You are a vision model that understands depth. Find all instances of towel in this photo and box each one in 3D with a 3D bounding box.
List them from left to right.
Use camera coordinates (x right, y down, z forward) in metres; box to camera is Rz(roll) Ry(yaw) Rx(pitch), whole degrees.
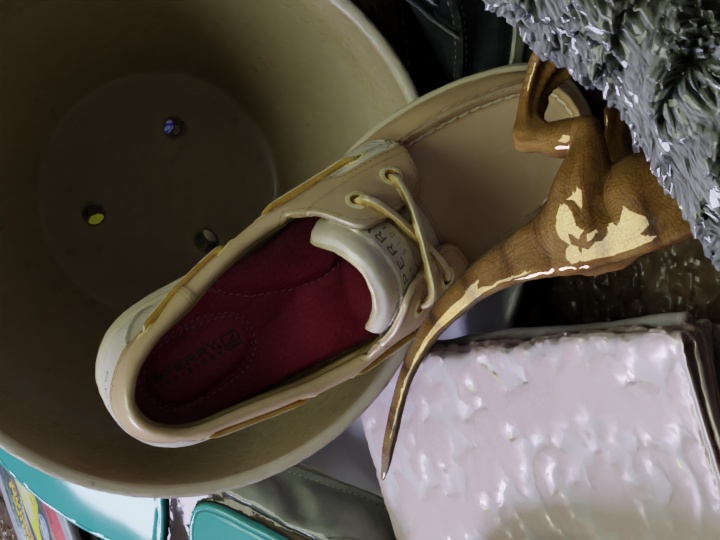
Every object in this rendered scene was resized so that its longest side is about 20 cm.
[{"bbox_3d":[0.083,0.111,0.785,0.199,0.032,0.193,-7,103,56],"label":"towel"}]

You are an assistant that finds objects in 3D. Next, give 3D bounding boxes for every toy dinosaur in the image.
[{"bbox_3d":[0.071,-0.018,0.697,0.199,0.060,0.107,-22,51,32],"label":"toy dinosaur"}]

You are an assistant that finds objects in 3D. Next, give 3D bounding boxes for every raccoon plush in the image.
[{"bbox_3d":[0.085,-0.029,0.583,0.097,0.133,0.201,98,180,-62],"label":"raccoon plush"}]

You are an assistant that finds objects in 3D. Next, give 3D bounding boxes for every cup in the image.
[{"bbox_3d":[-0.076,-0.025,0.849,0.143,0.198,0.202,-145,45,-82],"label":"cup"}]

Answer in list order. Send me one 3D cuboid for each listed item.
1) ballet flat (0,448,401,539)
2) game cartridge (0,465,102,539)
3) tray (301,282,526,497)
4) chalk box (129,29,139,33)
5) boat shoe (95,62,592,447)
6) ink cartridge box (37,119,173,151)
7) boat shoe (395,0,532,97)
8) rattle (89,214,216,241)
[{"bbox_3d":[-0.062,0.090,0.905,0.199,0.064,0.068,25,128,22],"label":"ballet flat"},{"bbox_3d":[-0.155,0.126,1.163,0.133,0.041,0.201,132,119,-70],"label":"game cartridge"},{"bbox_3d":[0.022,0.037,0.886,0.107,0.022,0.201,49,139,39],"label":"tray"},{"bbox_3d":[-0.087,-0.170,0.870,0.200,0.123,0.126,-46,51,53],"label":"chalk box"},{"bbox_3d":[0.000,0.000,0.753,0.074,0.199,0.069,54,178,-9],"label":"boat shoe"},{"bbox_3d":[-0.168,-0.132,0.959,0.043,0.195,0.201,-46,63,51],"label":"ink cartridge box"},{"bbox_3d":[0.023,-0.122,0.767,0.075,0.062,0.201,54,157,37],"label":"boat shoe"},{"bbox_3d":[-0.089,0.044,1.004,0.199,0.130,0.144,24,127,32],"label":"rattle"}]
